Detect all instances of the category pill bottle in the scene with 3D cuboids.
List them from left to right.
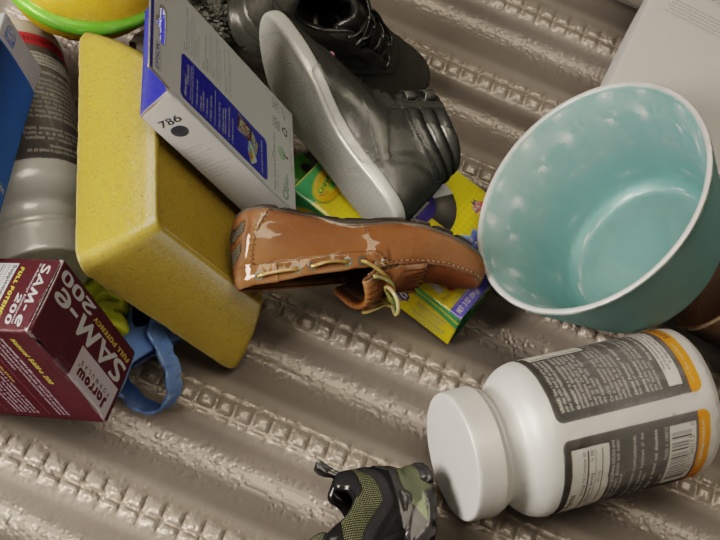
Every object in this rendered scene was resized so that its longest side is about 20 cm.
[{"bbox_3d":[-0.261,-0.081,1.109,0.109,0.111,0.202,-9,63,-18],"label":"pill bottle"},{"bbox_3d":[0.157,0.117,1.087,0.198,0.117,0.117,-11,63,-19],"label":"pill bottle"}]

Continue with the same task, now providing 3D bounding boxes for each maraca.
[{"bbox_3d":[-0.195,-0.250,1.141,0.137,0.107,0.200,40,51,7],"label":"maraca"}]

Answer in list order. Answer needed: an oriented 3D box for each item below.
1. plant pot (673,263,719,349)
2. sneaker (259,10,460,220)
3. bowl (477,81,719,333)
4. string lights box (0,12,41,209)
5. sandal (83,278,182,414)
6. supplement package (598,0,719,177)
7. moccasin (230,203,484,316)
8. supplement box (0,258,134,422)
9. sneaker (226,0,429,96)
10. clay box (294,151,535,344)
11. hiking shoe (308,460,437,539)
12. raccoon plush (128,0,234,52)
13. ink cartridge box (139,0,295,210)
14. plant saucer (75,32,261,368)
[{"bbox_3d":[0.387,0.024,1.173,0.199,0.187,0.188,34,58,-8],"label":"plant pot"},{"bbox_3d":[0.003,-0.132,1.164,0.099,0.071,0.201,-32,84,-29],"label":"sneaker"},{"bbox_3d":[0.200,-0.033,1.127,0.105,0.199,0.203,38,46,-41],"label":"bowl"},{"bbox_3d":[-0.290,-0.079,0.990,0.102,0.059,0.202,-10,47,15],"label":"string lights box"},{"bbox_3d":[-0.165,0.030,1.097,0.087,0.079,0.202,32,50,-27],"label":"sandal"},{"bbox_3d":[0.267,-0.144,1.262,0.120,0.120,0.201,28,58,3],"label":"supplement package"},{"bbox_3d":[0.001,0.000,1.087,0.199,0.073,0.079,7,72,-29],"label":"moccasin"},{"bbox_3d":[-0.265,0.045,0.986,0.198,0.109,0.061,2,54,26],"label":"supplement box"},{"bbox_3d":[-0.011,-0.191,1.216,0.199,0.090,0.077,17,66,-36],"label":"sneaker"},{"bbox_3d":[0.029,-0.047,1.193,0.199,0.048,0.115,37,59,9],"label":"clay box"},{"bbox_3d":[0.002,0.227,1.023,0.099,0.076,0.202,3,50,-1],"label":"hiking shoe"},{"bbox_3d":[-0.103,-0.200,1.232,0.198,0.097,0.135,-9,70,-18],"label":"raccoon plush"},{"bbox_3d":[-0.111,-0.124,1.066,0.039,0.200,0.100,-17,54,21],"label":"ink cartridge box"},{"bbox_3d":[-0.130,-0.055,1.081,0.048,0.200,0.202,-18,58,22],"label":"plant saucer"}]
